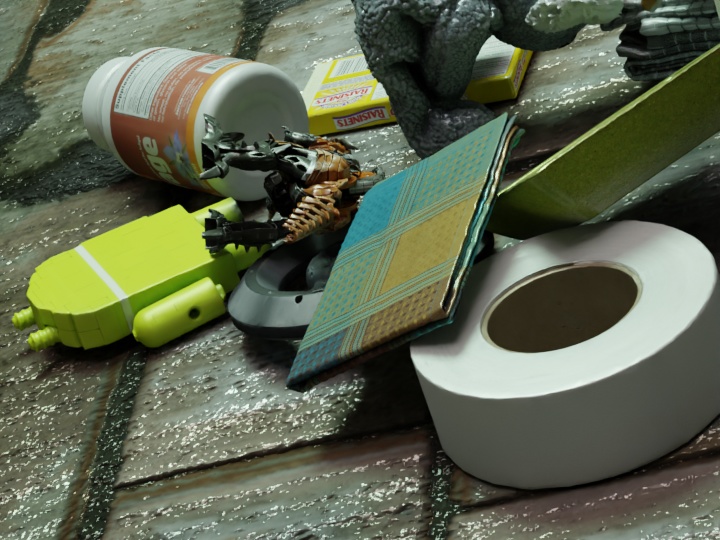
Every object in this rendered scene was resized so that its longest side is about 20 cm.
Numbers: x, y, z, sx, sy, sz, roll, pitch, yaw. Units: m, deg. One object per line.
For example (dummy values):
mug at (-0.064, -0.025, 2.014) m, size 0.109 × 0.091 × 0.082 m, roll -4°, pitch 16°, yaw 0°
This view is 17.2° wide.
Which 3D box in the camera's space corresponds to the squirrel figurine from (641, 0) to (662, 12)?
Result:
squirrel figurine at (0.267, -0.277, 1.805) m, size 0.186 × 0.142 × 0.200 m, roll -35°, pitch 17°, yaw -4°

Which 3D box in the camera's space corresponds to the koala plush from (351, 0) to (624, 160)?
koala plush at (0.106, -0.211, 1.829) m, size 0.199 × 0.184 × 0.178 m, roll -18°, pitch 41°, yaw 20°

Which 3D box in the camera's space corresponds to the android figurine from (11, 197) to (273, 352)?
android figurine at (-0.170, 0.006, 1.822) m, size 0.199 × 0.041 × 0.182 m, roll -26°, pitch 28°, yaw -16°

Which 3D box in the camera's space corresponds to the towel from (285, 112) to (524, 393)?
towel at (0.031, -0.011, 1.580) m, size 0.146 × 0.022 × 0.200 m, roll -27°, pitch 28°, yaw 37°

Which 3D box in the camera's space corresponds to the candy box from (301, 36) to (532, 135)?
candy box at (0.044, -0.160, 2.001) m, size 0.199 × 0.026 × 0.102 m, roll -9°, pitch 32°, yaw 22°

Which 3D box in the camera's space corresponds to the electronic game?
electronic game at (0.000, 0.000, 1.713) m, size 0.199 × 0.042 × 0.200 m, roll -17°, pitch 19°, yaw 6°

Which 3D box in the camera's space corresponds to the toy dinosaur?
toy dinosaur at (-0.048, -0.064, 1.743) m, size 0.135 × 0.103 × 0.200 m, roll 0°, pitch -2°, yaw 1°

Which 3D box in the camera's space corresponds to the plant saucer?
plant saucer at (0.181, -0.083, 1.618) m, size 0.200 × 0.048 × 0.200 m, roll -35°, pitch 0°, yaw -12°

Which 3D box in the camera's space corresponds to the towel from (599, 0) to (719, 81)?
towel at (0.303, -0.215, 1.865) m, size 0.199 × 0.086 × 0.166 m, roll -4°, pitch 33°, yaw 27°

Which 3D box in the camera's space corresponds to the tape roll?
tape roll at (0.135, 0.050, 1.496) m, size 0.202 × 0.071 × 0.203 m, roll -17°, pitch 27°, yaw 9°

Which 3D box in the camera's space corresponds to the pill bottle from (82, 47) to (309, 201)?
pill bottle at (-0.142, -0.125, 1.972) m, size 0.112 × 0.113 × 0.200 m, roll -36°, pitch 30°, yaw -28°

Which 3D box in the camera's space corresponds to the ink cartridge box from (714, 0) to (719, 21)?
ink cartridge box at (0.329, -0.177, 1.639) m, size 0.146 × 0.201 × 0.084 m, roll -33°, pitch 28°, yaw -24°
